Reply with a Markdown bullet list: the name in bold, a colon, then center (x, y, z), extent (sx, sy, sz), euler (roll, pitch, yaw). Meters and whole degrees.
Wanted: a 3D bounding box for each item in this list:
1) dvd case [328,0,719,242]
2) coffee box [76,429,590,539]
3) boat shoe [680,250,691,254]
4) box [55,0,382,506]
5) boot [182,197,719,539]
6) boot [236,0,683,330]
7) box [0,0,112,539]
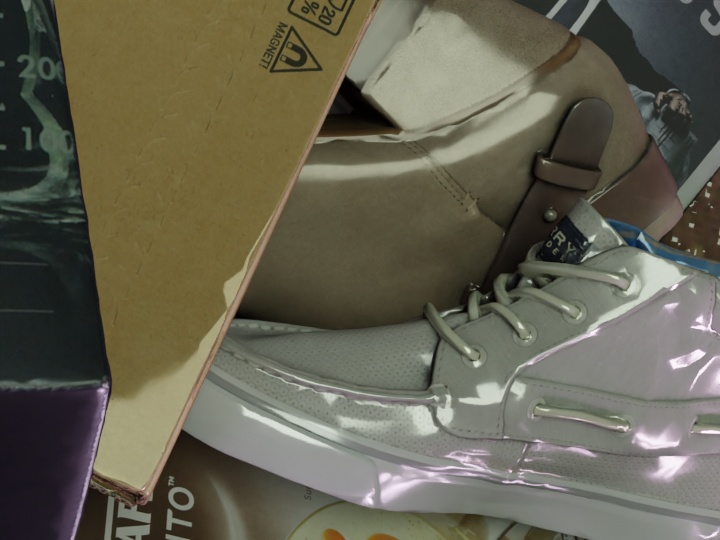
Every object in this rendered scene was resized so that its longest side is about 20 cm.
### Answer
- **dvd case**: center (0.070, -0.088, 0.908), extent (0.150, 0.025, 0.200), euler (45, 72, -12)
- **coffee box**: center (-0.009, 0.122, 0.807), extent (0.199, 0.080, 0.115), euler (15, 54, -19)
- **boat shoe**: center (0.157, 0.072, 0.897), extent (0.072, 0.065, 0.200), euler (-43, 105, -23)
- **box**: center (-0.090, -0.061, 0.742), extent (0.163, 0.021, 0.201), euler (26, 74, -4)
- **boot**: center (0.041, 0.020, 0.794), extent (0.199, 0.074, 0.096), euler (13, 108, -28)
- **boot**: center (0.000, 0.000, 0.836), extent (0.200, 0.070, 0.146), euler (-45, 111, 7)
- **box**: center (-0.170, -0.020, 0.601), extent (0.198, 0.124, 0.198), euler (0, 52, -17)
